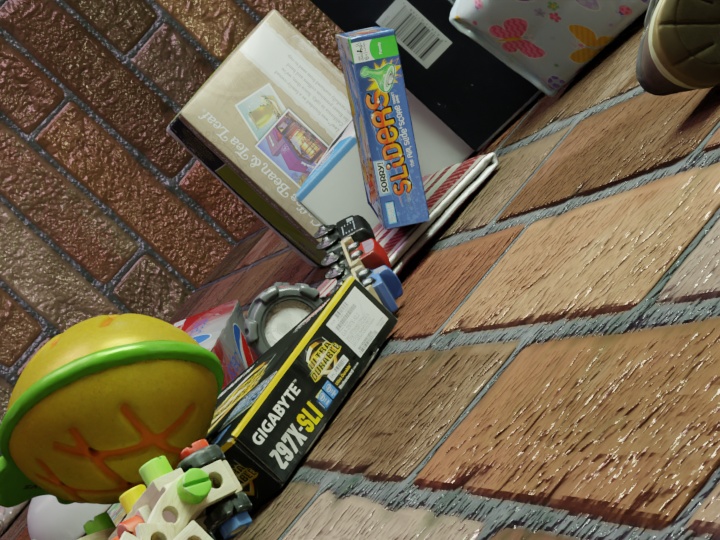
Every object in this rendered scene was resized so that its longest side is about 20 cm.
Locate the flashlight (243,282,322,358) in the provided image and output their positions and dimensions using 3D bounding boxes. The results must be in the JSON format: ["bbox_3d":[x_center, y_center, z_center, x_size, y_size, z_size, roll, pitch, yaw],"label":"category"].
[{"bbox_3d":[-0.057,0.046,1.733,0.068,0.068,0.200,-39,0,-7],"label":"flashlight"}]

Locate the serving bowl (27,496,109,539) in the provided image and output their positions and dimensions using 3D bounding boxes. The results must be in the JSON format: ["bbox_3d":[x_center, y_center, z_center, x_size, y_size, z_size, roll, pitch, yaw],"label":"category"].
[{"bbox_3d":[-0.267,0.195,2.294,0.200,0.066,0.200,-49,6,7],"label":"serving bowl"}]

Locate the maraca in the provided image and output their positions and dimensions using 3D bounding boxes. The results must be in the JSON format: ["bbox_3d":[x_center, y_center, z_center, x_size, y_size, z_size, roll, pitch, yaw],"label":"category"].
[{"bbox_3d":[-0.163,0.097,1.429,0.200,0.136,0.108,-47,49,44],"label":"maraca"}]

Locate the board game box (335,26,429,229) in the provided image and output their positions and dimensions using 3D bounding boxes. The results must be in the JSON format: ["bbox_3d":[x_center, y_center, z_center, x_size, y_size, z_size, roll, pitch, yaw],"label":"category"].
[{"bbox_3d":[0.015,-0.108,1.682,0.034,0.137,0.200,-11,6,-2],"label":"board game box"}]

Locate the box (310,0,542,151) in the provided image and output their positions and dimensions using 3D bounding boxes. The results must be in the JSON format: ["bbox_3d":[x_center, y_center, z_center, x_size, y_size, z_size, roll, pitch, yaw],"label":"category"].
[{"bbox_3d":[0.083,-0.232,1.821,0.104,0.200,0.182,-42,7,48],"label":"box"}]

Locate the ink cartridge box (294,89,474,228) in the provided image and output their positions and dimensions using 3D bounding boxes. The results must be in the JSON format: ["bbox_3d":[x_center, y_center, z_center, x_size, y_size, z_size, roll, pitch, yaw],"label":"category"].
[{"bbox_3d":[0.038,-0.113,1.940,0.145,0.084,0.200,-46,6,22],"label":"ink cartridge box"}]

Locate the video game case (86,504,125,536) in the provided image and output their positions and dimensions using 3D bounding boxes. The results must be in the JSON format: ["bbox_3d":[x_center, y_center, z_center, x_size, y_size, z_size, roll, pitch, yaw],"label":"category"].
[{"bbox_3d":[-0.196,0.211,1.863,0.200,0.022,0.182,-49,6,-3],"label":"video game case"}]

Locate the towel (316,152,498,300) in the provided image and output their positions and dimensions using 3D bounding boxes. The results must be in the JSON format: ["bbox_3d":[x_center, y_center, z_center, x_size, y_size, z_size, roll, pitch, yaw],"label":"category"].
[{"bbox_3d":[0.032,-0.025,1.724,0.144,0.023,0.200,-47,7,-10],"label":"towel"}]

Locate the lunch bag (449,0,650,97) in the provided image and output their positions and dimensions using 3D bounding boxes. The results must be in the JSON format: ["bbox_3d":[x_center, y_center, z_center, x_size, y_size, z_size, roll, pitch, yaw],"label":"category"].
[{"bbox_3d":[0.175,-0.251,1.637,0.170,0.127,0.201,-44,16,55],"label":"lunch bag"}]

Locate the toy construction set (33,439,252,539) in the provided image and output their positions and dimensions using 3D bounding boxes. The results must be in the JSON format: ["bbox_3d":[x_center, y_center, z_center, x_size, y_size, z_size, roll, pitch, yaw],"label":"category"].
[{"bbox_3d":[-0.133,0.165,1.335,0.131,0.093,0.200,-23,-1,-33],"label":"toy construction set"}]

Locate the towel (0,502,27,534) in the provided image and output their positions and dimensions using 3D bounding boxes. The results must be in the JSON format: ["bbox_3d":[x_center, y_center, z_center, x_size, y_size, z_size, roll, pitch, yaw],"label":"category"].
[{"bbox_3d":[-0.505,0.333,3.356,0.191,0.032,0.200,-42,9,47],"label":"towel"}]

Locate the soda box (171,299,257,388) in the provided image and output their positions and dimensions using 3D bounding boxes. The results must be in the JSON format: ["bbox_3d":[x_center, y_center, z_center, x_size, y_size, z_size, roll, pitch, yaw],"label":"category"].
[{"bbox_3d":[-0.123,0.084,1.830,0.063,0.070,0.200,-20,9,8],"label":"soda box"}]

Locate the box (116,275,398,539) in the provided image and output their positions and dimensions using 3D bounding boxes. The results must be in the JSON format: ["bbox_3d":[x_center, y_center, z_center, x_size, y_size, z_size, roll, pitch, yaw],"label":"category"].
[{"bbox_3d":[-0.074,0.109,1.493,0.200,0.049,0.160,-41,11,49],"label":"box"}]

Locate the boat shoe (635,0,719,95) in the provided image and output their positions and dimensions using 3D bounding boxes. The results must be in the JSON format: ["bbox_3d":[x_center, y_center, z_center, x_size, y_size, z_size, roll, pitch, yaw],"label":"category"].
[{"bbox_3d":[0.198,-0.170,1.174,0.201,0.072,0.066,-55,13,-20],"label":"boat shoe"}]

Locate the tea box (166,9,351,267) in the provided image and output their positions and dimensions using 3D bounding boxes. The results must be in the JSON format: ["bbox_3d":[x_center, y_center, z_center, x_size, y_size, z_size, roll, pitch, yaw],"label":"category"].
[{"bbox_3d":[-0.062,-0.118,2.145,0.134,0.200,0.197,-48,7,-6],"label":"tea box"}]

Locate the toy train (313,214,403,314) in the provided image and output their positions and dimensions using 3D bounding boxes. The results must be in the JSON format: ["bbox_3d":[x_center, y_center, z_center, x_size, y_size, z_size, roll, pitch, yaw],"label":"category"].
[{"bbox_3d":[0.000,0.000,1.591,0.046,0.034,0.200,-29,18,3],"label":"toy train"}]
